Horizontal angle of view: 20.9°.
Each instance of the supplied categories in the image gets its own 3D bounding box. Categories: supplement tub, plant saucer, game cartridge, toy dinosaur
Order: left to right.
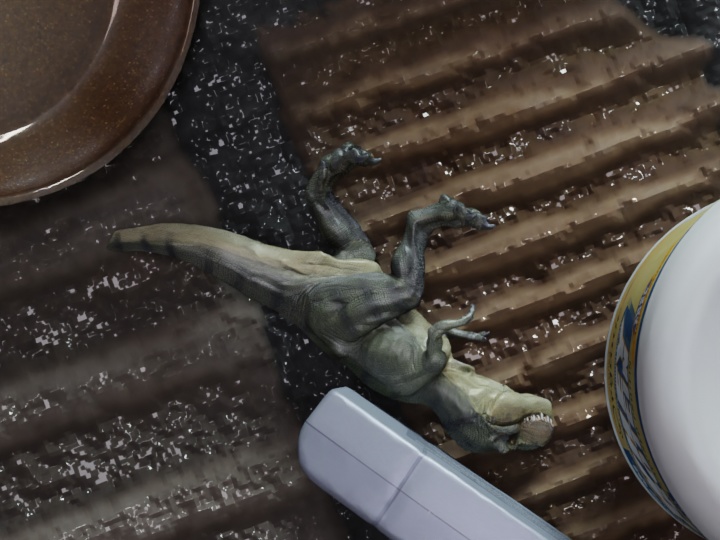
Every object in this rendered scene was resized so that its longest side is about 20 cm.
[{"bbox_3d":[-0.160,-0.125,0.771,0.200,0.037,0.201,-1,92,-30],"label":"plant saucer"},{"bbox_3d":[0.000,0.000,0.790,0.200,0.047,0.088,29,96,7],"label":"toy dinosaur"},{"bbox_3d":[0.063,0.112,0.737,0.200,0.133,0.041,34,85,4],"label":"game cartridge"},{"bbox_3d":[0.164,0.037,0.702,0.144,0.200,0.145,0,87,3],"label":"supplement tub"}]
